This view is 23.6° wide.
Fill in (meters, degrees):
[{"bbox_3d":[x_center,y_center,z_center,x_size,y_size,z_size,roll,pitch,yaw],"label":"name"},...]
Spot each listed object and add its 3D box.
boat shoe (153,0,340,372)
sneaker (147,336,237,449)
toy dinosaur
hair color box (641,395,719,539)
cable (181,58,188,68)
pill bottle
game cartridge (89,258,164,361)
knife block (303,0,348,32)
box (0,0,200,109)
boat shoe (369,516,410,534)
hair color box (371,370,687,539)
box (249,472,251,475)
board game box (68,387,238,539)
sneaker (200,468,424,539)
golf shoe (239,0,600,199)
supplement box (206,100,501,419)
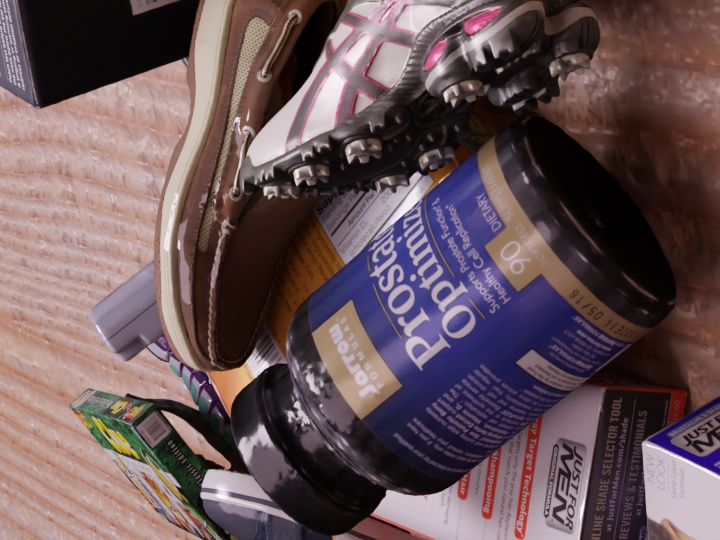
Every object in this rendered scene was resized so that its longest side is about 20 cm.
[{"bbox_3d":[-0.049,-0.044,0.840,0.074,0.075,0.204,14,104,31],"label":"boat shoe"},{"bbox_3d":[-0.074,0.048,1.103,0.200,0.074,0.088,37,126,33],"label":"sneaker"},{"bbox_3d":[-0.072,0.134,1.135,0.199,0.048,0.088,32,158,-8],"label":"toy dinosaur"},{"bbox_3d":[0.212,0.140,0.728,0.200,0.065,0.110,26,131,50],"label":"hair color box"},{"bbox_3d":[-0.050,-0.098,1.018,0.200,0.050,0.097,46,162,51],"label":"cable"},{"bbox_3d":[0.038,0.032,0.794,0.200,0.112,0.112,-41,72,21],"label":"pill bottle"},{"bbox_3d":[-0.093,-0.005,0.998,0.041,0.133,0.200,56,174,-5],"label":"game cartridge"},{"bbox_3d":[0.047,-0.127,0.804,0.175,0.064,0.201,40,140,38],"label":"knife block"},{"bbox_3d":[-0.143,-0.195,0.921,0.196,0.199,0.125,31,135,44],"label":"box"},{"bbox_3d":[-0.009,0.073,1.004,0.072,0.060,0.203,-103,4,-75],"label":"boat shoe"},{"bbox_3d":[0.069,0.092,0.885,0.200,0.061,0.102,13,96,54],"label":"hair color box"},{"bbox_3d":[-0.046,0.098,1.039,0.039,0.041,0.201,37,-139,-70],"label":"box"},{"bbox_3d":[-0.126,0.123,1.080,0.105,0.023,0.200,55,164,-10],"label":"board game box"},{"bbox_3d":[-0.004,0.176,0.957,0.199,0.080,0.078,24,168,-9],"label":"sneaker"},{"bbox_3d":[0.018,-0.091,0.749,0.200,0.077,0.089,-29,69,41],"label":"golf shoe"},{"bbox_3d":[0.000,0.000,0.885,0.200,0.066,0.069,-49,56,30],"label":"supplement box"}]
